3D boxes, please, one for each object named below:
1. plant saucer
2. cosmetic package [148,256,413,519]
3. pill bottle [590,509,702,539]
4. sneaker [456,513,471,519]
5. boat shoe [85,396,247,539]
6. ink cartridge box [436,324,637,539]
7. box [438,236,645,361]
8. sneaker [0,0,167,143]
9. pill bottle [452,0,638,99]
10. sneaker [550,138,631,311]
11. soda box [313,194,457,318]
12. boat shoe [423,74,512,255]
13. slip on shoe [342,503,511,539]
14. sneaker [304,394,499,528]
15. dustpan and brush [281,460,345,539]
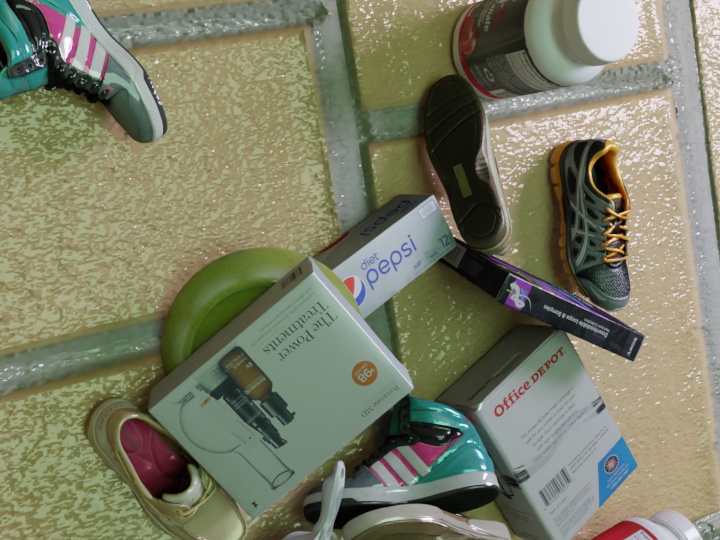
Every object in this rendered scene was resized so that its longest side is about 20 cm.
[{"bbox_3d":[-0.090,0.079,1.161,0.197,0.031,0.203,-2,108,-6],"label":"plant saucer"},{"bbox_3d":[-0.073,0.110,1.131,0.199,0.052,0.151,-40,110,7],"label":"cosmetic package"},{"bbox_3d":[0.299,0.355,1.403,0.198,0.112,0.114,-22,102,-28],"label":"pill bottle"},{"bbox_3d":[0.062,0.321,1.296,0.199,0.075,0.117,-16,91,-37],"label":"sneaker"},{"bbox_3d":[-0.174,0.200,1.144,0.200,0.069,0.074,47,70,-23],"label":"boat shoe"},{"bbox_3d":[0.197,0.181,1.354,0.146,0.084,0.201,-39,109,-23],"label":"ink cartridge box"},{"bbox_3d":[0.192,0.029,1.313,0.198,0.143,0.036,25,96,-29],"label":"box"},{"bbox_3d":[-0.267,-0.172,1.069,0.121,0.083,0.201,-44,104,-27],"label":"sneaker"},{"bbox_3d":[0.192,-0.244,1.273,0.109,0.199,0.113,0,90,-30],"label":"pill bottle"},{"bbox_3d":[0.270,-0.054,1.378,0.078,0.077,0.203,-13,87,-35],"label":"sneaker"},{"bbox_3d":[0.000,0.000,1.242,0.199,0.068,0.064,-37,111,-24],"label":"soda box"},{"bbox_3d":[0.117,-0.107,1.296,0.076,0.071,0.203,29,48,-60],"label":"boat shoe"},{"bbox_3d":[0.073,0.282,1.221,0.198,0.076,0.061,18,46,-34],"label":"slip on shoe"},{"bbox_3d":[0.035,0.189,1.257,0.197,0.084,0.122,-8,57,-3],"label":"sneaker"},{"bbox_3d":[-0.049,0.276,1.177,0.139,0.057,0.203,-10,108,-63],"label":"dustpan and brush"}]
